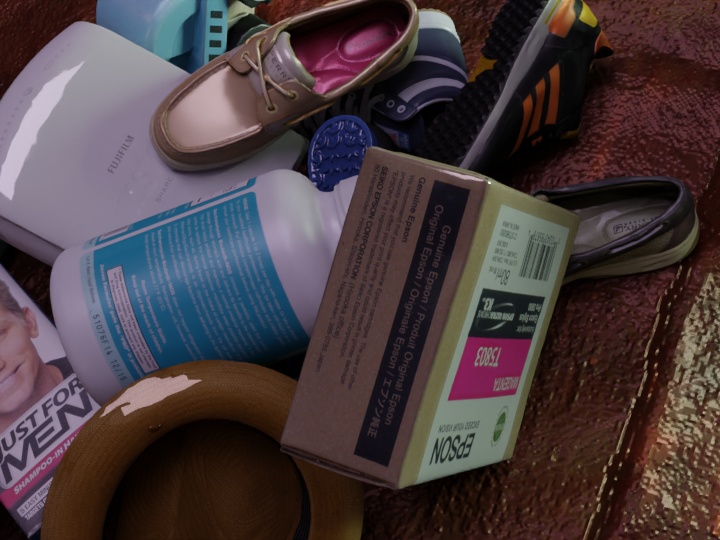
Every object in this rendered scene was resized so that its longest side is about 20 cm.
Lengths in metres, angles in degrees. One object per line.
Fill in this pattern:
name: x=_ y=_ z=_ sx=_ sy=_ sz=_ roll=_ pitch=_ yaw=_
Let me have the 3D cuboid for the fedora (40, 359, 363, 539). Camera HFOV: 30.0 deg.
fedora: x=-0.095 y=0.142 z=0.805 sx=0.200 sy=0.201 sz=0.082 roll=-29 pitch=17 yaw=-3

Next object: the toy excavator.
toy excavator: x=-0.167 y=-0.163 z=1.015 sx=0.200 sy=0.195 sz=0.100 roll=-26 pitch=51 yaw=-35

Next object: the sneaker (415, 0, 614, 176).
sneaker: x=0.112 y=-0.104 z=0.917 sx=0.070 sy=0.090 sz=0.200 roll=-5 pitch=52 yaw=61

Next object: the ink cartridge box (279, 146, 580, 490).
ink cartridge box: x=0.048 y=0.028 z=0.757 sx=0.075 sy=0.200 sz=0.165 roll=17 pitch=94 yaw=22

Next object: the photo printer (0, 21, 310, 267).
photo printer: x=-0.157 y=-0.067 z=0.924 sx=0.200 sy=0.069 sz=0.167 roll=29 pitch=74 yaw=-5

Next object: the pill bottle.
pill bottle: x=-0.078 y=0.007 z=0.818 sx=0.200 sy=0.111 sz=0.111 roll=-20 pitch=56 yaw=8

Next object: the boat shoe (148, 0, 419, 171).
boat shoe: x=-0.049 y=-0.133 z=0.888 sx=0.200 sy=0.069 sz=0.074 roll=-30 pitch=85 yaw=-13

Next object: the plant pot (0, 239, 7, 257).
plant pot: x=-0.343 y=-0.063 z=0.963 sx=0.161 sy=0.201 sz=0.201 roll=17 pitch=65 yaw=15

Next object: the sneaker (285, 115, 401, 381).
sneaker: x=0.000 y=0.000 z=0.899 sx=0.070 sy=0.078 sz=0.200 roll=3 pitch=83 yaw=28

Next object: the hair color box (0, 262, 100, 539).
hair color box: x=-0.225 y=0.092 z=0.909 sx=0.100 sy=0.061 sz=0.200 roll=-42 pitch=57 yaw=-11

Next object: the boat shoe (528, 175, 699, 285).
boat shoe: x=0.119 y=-0.023 z=0.875 sx=0.200 sy=0.066 sz=0.072 roll=-13 pitch=57 yaw=8

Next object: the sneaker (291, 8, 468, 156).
sneaker: x=-0.014 y=-0.114 z=0.969 sx=0.200 sy=0.070 sz=0.109 roll=-18 pitch=54 yaw=1
